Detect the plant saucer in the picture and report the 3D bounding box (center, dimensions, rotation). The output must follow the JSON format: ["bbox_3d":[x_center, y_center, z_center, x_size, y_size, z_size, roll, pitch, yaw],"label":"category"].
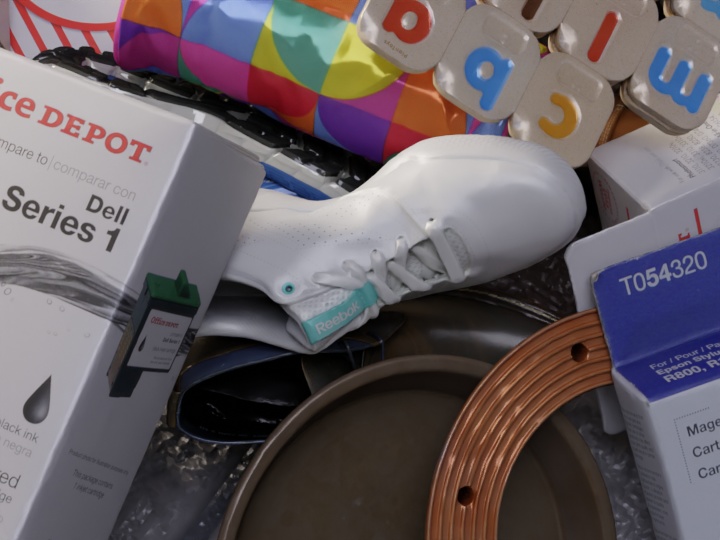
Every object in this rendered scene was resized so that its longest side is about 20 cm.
[{"bbox_3d":[0.022,0.135,1.212,0.200,0.029,0.200,-2,96,-26],"label":"plant saucer"}]

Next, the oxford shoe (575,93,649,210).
[{"bbox_3d":[0.114,-0.067,1.325,0.200,0.071,0.071,-8,65,-4],"label":"oxford shoe"}]

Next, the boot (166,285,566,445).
[{"bbox_3d":[0.005,0.053,1.246,0.200,0.097,0.075,1,112,5],"label":"boot"}]

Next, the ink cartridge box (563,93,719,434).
[{"bbox_3d":[0.178,-0.019,1.276,0.200,0.115,0.068,-23,34,-12],"label":"ink cartridge box"}]

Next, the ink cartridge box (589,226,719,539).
[{"bbox_3d":[0.219,0.067,1.232,0.196,0.043,0.200,-19,103,-15],"label":"ink cartridge box"}]

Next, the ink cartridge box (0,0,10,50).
[{"bbox_3d":[-0.229,-0.111,1.293,0.116,0.067,0.200,-6,78,13],"label":"ink cartridge box"}]

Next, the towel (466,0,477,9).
[{"bbox_3d":[-0.022,-0.187,1.286,0.145,0.024,0.200,-25,99,20],"label":"towel"}]

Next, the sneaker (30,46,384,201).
[{"bbox_3d":[-0.069,-0.035,1.291,0.200,0.079,0.089,20,108,4],"label":"sneaker"}]

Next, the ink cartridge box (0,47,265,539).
[{"bbox_3d":[-0.150,0.012,1.168,0.146,0.084,0.200,21,86,22],"label":"ink cartridge box"}]

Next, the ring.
[{"bbox_3d":[0.115,0.114,1.231,0.200,0.019,0.201,-1,93,-26],"label":"ring"}]

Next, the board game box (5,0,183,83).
[{"bbox_3d":[-0.142,-0.177,1.368,0.151,0.046,0.200,-26,72,-12],"label":"board game box"}]

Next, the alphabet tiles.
[{"bbox_3d":[0.086,-0.149,1.229,0.200,0.015,0.196,32,66,-12],"label":"alphabet tiles"}]

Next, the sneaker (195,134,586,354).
[{"bbox_3d":[0.000,0.000,1.198,0.200,0.075,0.089,-11,32,17],"label":"sneaker"}]

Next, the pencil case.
[{"bbox_3d":[-0.012,-0.095,1.256,0.200,0.088,0.088,24,69,6],"label":"pencil case"}]

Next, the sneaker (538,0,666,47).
[{"bbox_3d":[0.165,-0.143,1.323,0.200,0.079,0.074,-18,108,-23],"label":"sneaker"}]
